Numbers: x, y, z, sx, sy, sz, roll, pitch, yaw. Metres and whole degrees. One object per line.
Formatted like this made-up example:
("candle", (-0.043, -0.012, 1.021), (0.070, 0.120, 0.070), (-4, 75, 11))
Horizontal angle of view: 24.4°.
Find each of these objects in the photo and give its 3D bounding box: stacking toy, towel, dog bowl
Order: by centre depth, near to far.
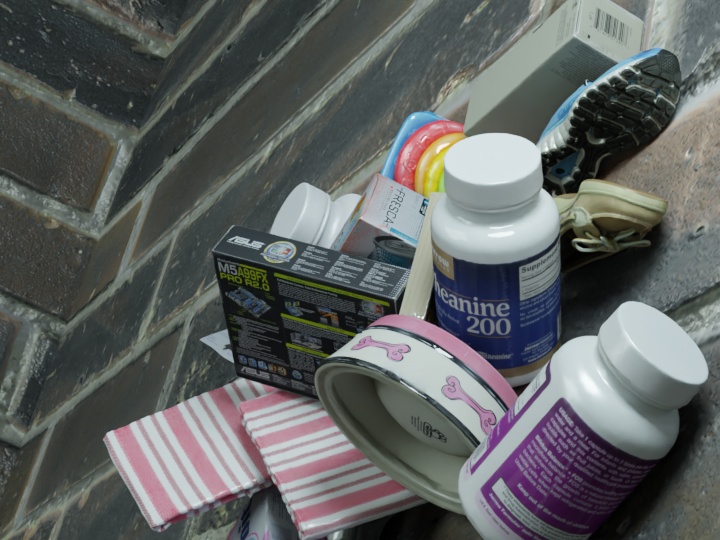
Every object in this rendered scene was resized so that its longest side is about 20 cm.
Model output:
("dog bowl", (0.059, 0.121, 1.439), (0.074, 0.200, 0.200), (-50, 12, -25))
("towel", (-0.020, 0.172, 1.581), (0.200, 0.145, 0.030), (-124, 24, -49))
("towel", (-0.141, 0.179, 1.647), (0.146, 0.198, 0.030), (49, 153, 48))
("stacking toy", (0.113, -0.085, 1.712), (0.111, 0.115, 0.200), (-64, 30, 6))

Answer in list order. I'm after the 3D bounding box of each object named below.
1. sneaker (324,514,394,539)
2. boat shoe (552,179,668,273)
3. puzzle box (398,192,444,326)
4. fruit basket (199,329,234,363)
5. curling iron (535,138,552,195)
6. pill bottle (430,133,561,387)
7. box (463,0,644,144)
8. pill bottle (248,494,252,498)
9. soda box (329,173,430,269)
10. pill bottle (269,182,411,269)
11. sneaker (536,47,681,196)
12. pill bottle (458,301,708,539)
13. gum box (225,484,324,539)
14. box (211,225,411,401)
("sneaker", (-0.009, 0.249, 1.625), (0.087, 0.074, 0.202), (-37, 32, 62))
("boat shoe", (0.205, -0.034, 1.430), (0.200, 0.072, 0.063), (152, 136, -77))
("puzzle box", (0.078, 0.038, 1.547), (0.201, 0.025, 0.134), (70, -149, -57))
("fruit basket", (-0.065, 0.068, 1.847), (0.198, 0.095, 0.185), (-22, 12, -15))
("curling iron", (0.170, -0.040, 1.595), (0.050, 0.025, 0.202), (106, 174, -61))
("pill bottle", (0.116, -0.009, 1.420), (0.111, 0.109, 0.202), (-94, -2, -56))
("box", (0.189, -0.189, 1.646), (0.200, 0.082, 0.069), (-38, 32, 50))
("pill bottle", (-0.051, 0.169, 1.774), (0.200, 0.111, 0.113), (-49, 24, 38))
("soda box", (0.000, 0.000, 1.582), (0.200, 0.068, 0.064), (-57, 9, 50))
("pill bottle", (0.009, -0.010, 1.708), (0.111, 0.198, 0.112), (-52, 22, 31))
("sneaker", (0.220, -0.153, 1.524), (0.200, 0.078, 0.091), (-40, 27, 50))
("pill bottle", (0.169, 0.122, 1.248), (0.201, 0.111, 0.113), (-53, 21, 29))
("gum box", (-0.088, 0.297, 1.599), (0.114, 0.066, 0.201), (-57, 18, 27))
("box", (-0.036, 0.052, 1.565), (0.044, 0.198, 0.162), (-51, -36, -42))
